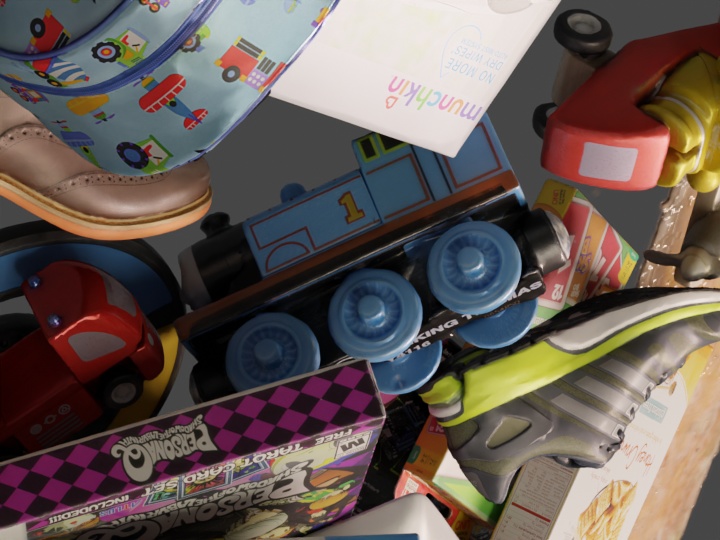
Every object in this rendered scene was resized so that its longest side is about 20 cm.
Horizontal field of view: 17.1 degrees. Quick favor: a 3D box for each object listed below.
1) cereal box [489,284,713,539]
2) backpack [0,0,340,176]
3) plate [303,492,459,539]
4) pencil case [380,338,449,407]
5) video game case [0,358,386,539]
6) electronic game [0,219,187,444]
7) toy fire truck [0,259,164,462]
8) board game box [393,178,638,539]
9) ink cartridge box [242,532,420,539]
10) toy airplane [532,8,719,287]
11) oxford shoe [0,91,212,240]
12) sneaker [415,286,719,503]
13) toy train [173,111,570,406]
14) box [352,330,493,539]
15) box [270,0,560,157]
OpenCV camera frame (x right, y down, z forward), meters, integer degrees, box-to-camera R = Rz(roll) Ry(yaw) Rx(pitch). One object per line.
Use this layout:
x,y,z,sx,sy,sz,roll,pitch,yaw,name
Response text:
0.135,0.118,1.395,0.201,0.039,0.144,-67,156,-1,cereal box
-0.100,-0.144,0.896,0.183,0.200,0.134,-47,143,10,backpack
-0.019,0.209,1.275,0.199,0.032,0.200,-23,142,10,plate
-0.049,0.078,1.261,0.200,0.091,0.094,-48,177,7,pencil case
-0.094,0.112,1.135,0.199,0.036,0.181,-15,160,-13,video game case
-0.174,0.057,1.168,0.199,0.042,0.201,-23,140,-21,electronic game
-0.200,0.048,1.077,0.199,0.049,0.141,-34,136,0,toy fire truck
0.088,0.057,1.345,0.201,0.030,0.095,-61,143,-8,board game box
-0.078,0.185,1.113,0.199,0.085,0.145,-2,155,-14,ink cartridge box
0.206,-0.088,1.264,0.199,0.141,0.200,-45,143,6,toy airplane
-0.135,-0.065,1.056,0.199,0.071,0.073,10,116,-45,oxford shoe
0.126,0.061,1.281,0.199,0.074,0.081,-19,97,-18,sneaker
0.000,0.000,1.166,0.199,0.115,0.087,-24,158,4,toy train
0.013,0.124,1.395,0.193,0.048,0.200,-46,142,5,box
0.002,-0.164,1.052,0.199,0.097,0.177,16,115,-49,box
